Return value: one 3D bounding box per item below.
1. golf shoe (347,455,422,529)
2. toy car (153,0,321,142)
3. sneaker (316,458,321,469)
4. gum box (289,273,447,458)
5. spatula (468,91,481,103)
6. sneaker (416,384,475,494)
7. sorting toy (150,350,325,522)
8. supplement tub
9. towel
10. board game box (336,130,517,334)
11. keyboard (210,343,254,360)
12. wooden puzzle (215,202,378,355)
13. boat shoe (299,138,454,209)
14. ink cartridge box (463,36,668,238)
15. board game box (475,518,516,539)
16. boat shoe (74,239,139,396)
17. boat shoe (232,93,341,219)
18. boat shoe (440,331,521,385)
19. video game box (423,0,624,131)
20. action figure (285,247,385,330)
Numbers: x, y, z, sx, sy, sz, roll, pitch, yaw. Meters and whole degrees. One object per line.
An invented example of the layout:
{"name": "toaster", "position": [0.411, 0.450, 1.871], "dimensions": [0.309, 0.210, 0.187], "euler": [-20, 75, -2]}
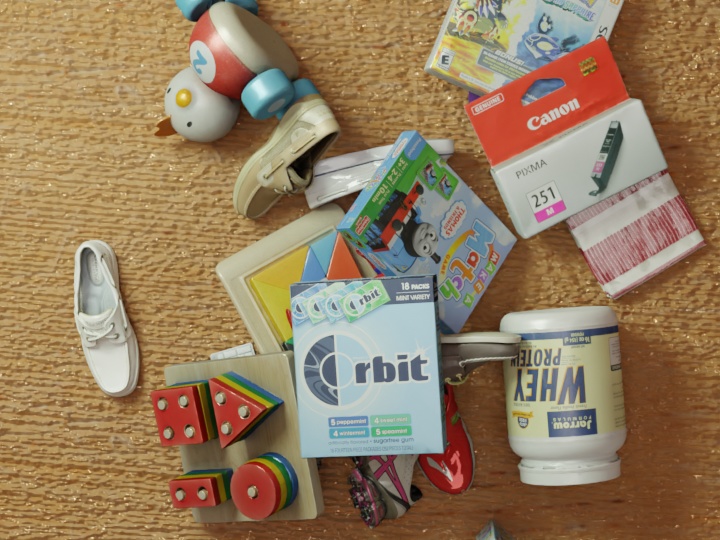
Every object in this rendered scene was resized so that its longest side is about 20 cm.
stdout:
{"name": "golf shoe", "position": [0.025, 0.216, 1.693], "dimensions": [0.091, 0.073, 0.202], "euler": [-21, 123, -18]}
{"name": "toy car", "position": [-0.184, -0.223, 1.692], "dimensions": [0.199, 0.177, 0.185], "euler": [-39, 77, 16]}
{"name": "sneaker", "position": [-0.041, 0.199, 1.722], "dimensions": [0.114, 0.075, 0.203], "euler": [-3, 89, 2]}
{"name": "gum box", "position": [0.010, 0.110, 1.593], "dimensions": [0.167, 0.045, 0.203], "euler": [-4, 94, 10]}
{"name": "spatula", "position": [0.154, -0.295, 1.731], "dimensions": [0.056, 0.021, 0.203], "euler": [-6, 88, -4]}
{"name": "sneaker", "position": [0.089, 0.182, 1.705], "dimensions": [0.076, 0.085, 0.203], "euler": [-15, 89, 5]}
{"name": "sorting toy", "position": [-0.158, 0.211, 1.680], "dimensions": [0.197, 0.069, 0.203], "euler": [-9, 94, 33]}
{"name": "supplement tub", "position": [0.245, 0.148, 1.664], "dimensions": [0.143, 0.145, 0.203], "euler": [-5, 89, 4]}
{"name": "towel", "position": [0.321, -0.084, 1.721], "dimensions": [0.143, 0.023, 0.202], "euler": [-30, 90, 2]}
{"name": "board game box", "position": [0.083, -0.044, 1.664], "dimensions": [0.200, 0.036, 0.152], "euler": [44, 68, -25]}
{"name": "keyboard", "position": [-0.138, 0.197, 1.759], "dimensions": [0.056, 0.011, 0.203], "euler": [-15, 89, 4]}
{"name": "wooden puzzle", "position": [-0.056, 0.037, 1.707], "dimensions": [0.184, 0.037, 0.201], "euler": [-29, 86, -20]}
{"name": "boat shoe", "position": [0.024, -0.120, 1.723], "dimensions": [0.197, 0.074, 0.066], "euler": [-11, 93, 14]}
{"name": "ink cartridge box", "position": [0.249, -0.161, 1.675], "dimensions": [0.198, 0.044, 0.175], "euler": [-26, 102, 1]}
{"name": "board game box", "position": [0.224, 0.391, 1.672], "dimensions": [0.200, 0.134, 0.034], "euler": [42, 93, 3]}
{"name": "boat shoe", "position": [-0.329, 0.062, 1.742], "dimensions": [0.070, 0.069, 0.203], "euler": [-13, 90, 2]}
{"name": "boat shoe", "position": [-0.092, -0.123, 1.684], "dimensions": [0.065, 0.071, 0.200], "euler": [55, 131, 21]}
{"name": "boat shoe", "position": [0.096, 0.106, 1.634], "dimensions": [0.197, 0.072, 0.060], "euler": [-5, 86, 20]}
{"name": "video game box", "position": [0.203, -0.292, 1.700], "dimensions": [0.198, 0.047, 0.184], "euler": [22, 89, -8]}
{"name": "action figure", "position": [0.000, 0.000, 1.681], "dimensions": [0.198, 0.065, 0.100], "euler": [-20, 97, -21]}
